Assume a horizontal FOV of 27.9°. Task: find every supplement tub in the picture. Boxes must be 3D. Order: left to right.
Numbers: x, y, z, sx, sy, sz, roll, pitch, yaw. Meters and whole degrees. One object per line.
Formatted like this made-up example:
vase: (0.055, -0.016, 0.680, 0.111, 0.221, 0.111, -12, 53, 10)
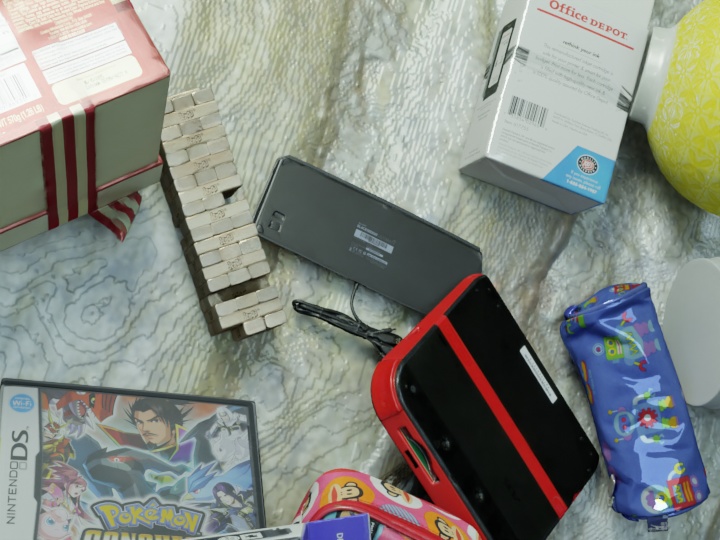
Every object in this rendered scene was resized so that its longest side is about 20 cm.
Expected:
supplement tub: (0.372, 0.056, 1.225, 0.198, 0.145, 0.147, 4, 82, -16)

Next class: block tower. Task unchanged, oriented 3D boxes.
block tower: (-0.117, -0.045, 1.139, 0.054, 0.058, 0.202, -18, 87, -19)

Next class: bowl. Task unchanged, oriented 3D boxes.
bowl: (0.286, -0.152, 1.215, 0.106, 0.200, 0.202, 15, 78, 5)

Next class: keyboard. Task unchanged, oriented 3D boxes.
keyboard: (0.000, 0.000, 1.187, 0.198, 0.021, 0.128, 25, 71, -11)

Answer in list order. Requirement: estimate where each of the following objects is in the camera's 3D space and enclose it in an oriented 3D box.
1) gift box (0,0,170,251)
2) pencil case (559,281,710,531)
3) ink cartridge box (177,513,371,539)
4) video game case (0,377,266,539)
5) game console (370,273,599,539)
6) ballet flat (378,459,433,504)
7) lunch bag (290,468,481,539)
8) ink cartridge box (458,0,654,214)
gift box: (-0.245, -0.114, 1.038, 0.183, 0.187, 0.201, -21, 74, -20)
pencil case: (0.227, 0.113, 1.210, 0.086, 0.078, 0.202, -16, 88, -4)
ink cartridge box: (-0.079, 0.277, 0.992, 0.198, 0.043, 0.201, -6, 99, -13)
video game case: (-0.168, 0.161, 1.057, 0.198, 0.026, 0.182, 6, 42, -16)
game console: (0.102, 0.124, 1.159, 0.201, 0.031, 0.177, 57, 43, -9)
ballet flat: (0.007, 0.199, 1.155, 0.199, 0.046, 0.068, -35, 103, -12)
lunch bag: (0.006, 0.264, 1.088, 0.175, 0.082, 0.201, 26, 107, -12)
ink cartridge box: (0.169, -0.164, 1.233, 0.115, 0.068, 0.202, 20, 78, -14)
